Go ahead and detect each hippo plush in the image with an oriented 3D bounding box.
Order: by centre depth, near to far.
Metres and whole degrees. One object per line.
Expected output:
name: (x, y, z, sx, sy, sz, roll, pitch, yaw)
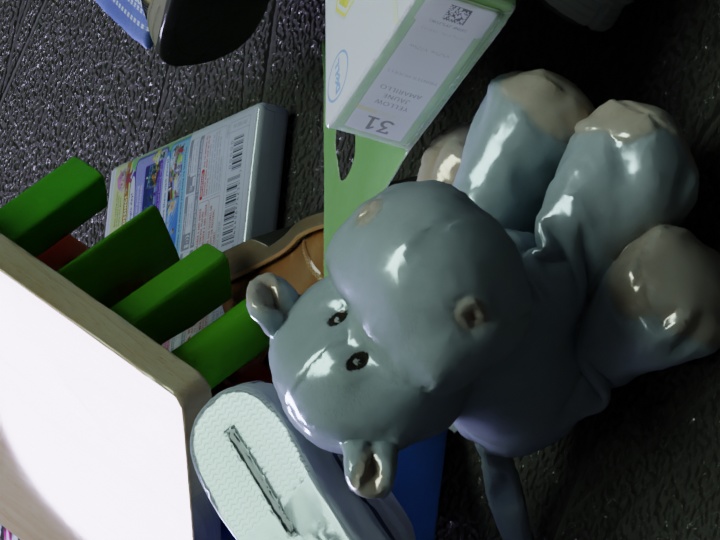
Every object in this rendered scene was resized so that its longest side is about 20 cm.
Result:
hippo plush: (0.029, 0.007, 1.144, 0.200, 0.160, 0.160, -51, 56, 38)

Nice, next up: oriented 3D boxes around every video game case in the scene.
video game case: (-0.098, 0.024, 1.555, 0.182, 0.022, 0.201, -18, 64, 58)

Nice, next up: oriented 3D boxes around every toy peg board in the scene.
toy peg board: (-0.116, 0.059, 1.412, 0.200, 0.098, 0.200, 33, 143, 31)

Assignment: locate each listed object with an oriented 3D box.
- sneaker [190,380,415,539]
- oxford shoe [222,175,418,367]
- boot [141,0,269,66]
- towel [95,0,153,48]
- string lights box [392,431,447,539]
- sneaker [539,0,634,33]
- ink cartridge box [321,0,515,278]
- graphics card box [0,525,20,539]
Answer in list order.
sneaker: (0.005, 0.130, 1.144, 0.073, 0.071, 0.201, -37, 66, 26)
oxford shoe: (0.000, 0.000, 1.359, 0.200, 0.071, 0.072, -27, 82, 56)
boot: (-0.078, -0.211, 1.297, 0.151, 0.073, 0.201, 58, 146, 32)
towel: (-0.097, -0.227, 1.424, 0.145, 0.024, 0.201, 47, 122, 55)
string lights box: (-0.015, 0.140, 1.256, 0.103, 0.059, 0.201, -53, 18, 38)
sneaker: (0.104, -0.202, 1.237, 0.090, 0.078, 0.201, -40, 51, 37)
ink cartridge box: (0.005, -0.111, 1.238, 0.200, 0.048, 0.146, 128, 150, -46)
graphics card box: (-0.174, 0.144, 1.579, 0.200, 0.051, 0.126, -56, 45, 45)
